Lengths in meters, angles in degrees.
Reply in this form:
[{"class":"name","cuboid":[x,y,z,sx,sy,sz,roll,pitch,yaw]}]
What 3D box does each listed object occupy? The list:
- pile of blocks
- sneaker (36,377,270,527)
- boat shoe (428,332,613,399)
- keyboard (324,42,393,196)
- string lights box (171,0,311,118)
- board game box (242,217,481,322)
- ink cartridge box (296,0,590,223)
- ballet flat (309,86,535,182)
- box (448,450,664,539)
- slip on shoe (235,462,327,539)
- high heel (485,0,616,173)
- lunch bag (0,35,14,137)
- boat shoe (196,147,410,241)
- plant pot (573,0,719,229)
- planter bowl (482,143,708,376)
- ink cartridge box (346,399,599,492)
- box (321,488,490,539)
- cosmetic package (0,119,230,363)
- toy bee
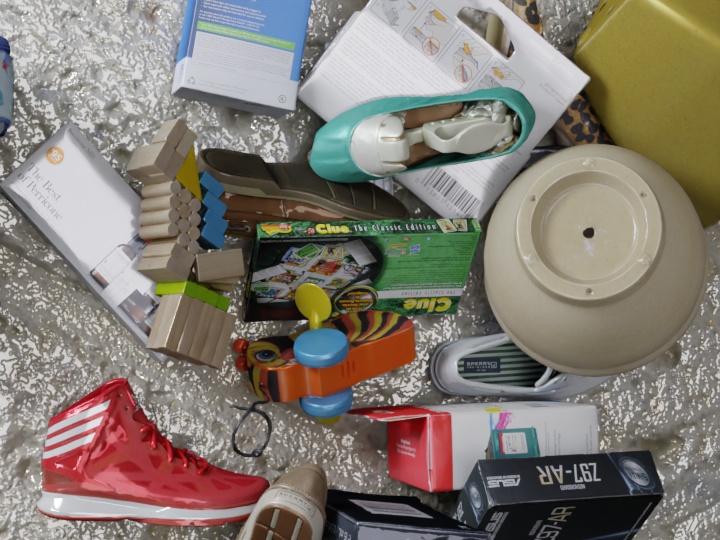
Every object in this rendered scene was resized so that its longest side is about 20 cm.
[{"class":"pile of blocks","cuboid":[-0.147,-0.020,1.186,0.081,0.062,0.203,-4,91,-39]},{"class":"sneaker","cuboid":[-0.168,0.150,1.215,0.198,0.078,0.117,2,90,-18]},{"class":"boat shoe","cuboid":[0.163,0.087,1.319,0.198,0.067,0.075,-10,92,-17]},{"class":"keyboard","cuboid":[0.000,-0.104,1.303,0.056,0.011,0.203,-3,90,-17]},{"class":"string lights box","cuboid":[-0.094,-0.243,1.252,0.102,0.059,0.203,11,86,-16]},{"class":"board game box","cuboid":[0.000,0.000,1.262,0.198,0.024,0.106,-1,133,-17]},{"class":"ink cartridge box","cuboid":[0.071,-0.162,1.273,0.199,0.045,0.177,38,96,-9]},{"class":"ballet flat","cuboid":[0.052,-0.115,1.223,0.198,0.070,0.068,-12,105,1]},{"class":"box","cuboid":[0.152,0.228,1.253,0.158,0.201,0.044,-1,52,-17]},{"class":"slip on shoe","cuboid":[-0.075,0.238,1.208,0.075,0.201,0.061,22,39,3]},{"class":"high heel","cuboid":[0.188,-0.186,1.324,0.141,0.071,0.203,-3,106,-10]},{"class":"lunch bag","cuboid":[-0.367,-0.142,1.116,0.198,0.161,0.084,-1,89,-16]},{"class":"boat shoe","cuboid":[-0.057,-0.052,1.261,0.198,0.072,0.069,13,117,-18]},{"class":"plant pot","cuboid":[0.309,-0.199,1.285,0.199,0.194,0.196,35,56,-6]},{"class":"planter bowl","cuboid":[0.196,-0.020,1.223,0.198,0.135,0.203,-2,77,10]},{"class":"ink cartridge box","cuboid":[0.096,0.152,1.272,0.198,0.116,0.068,-1,88,-16]},{"class":"box","cuboid":[0.013,0.296,1.202,0.116,0.196,0.203,7,87,-15]},{"class":"cosmetic package","cuboid":[-0.207,-0.023,1.219,0.083,0.051,0.200,-44,101,-14]},{"class":"toy bee","cuboid":[-0.054,0.073,1.241,0.199,0.108,0.132,-1,110,-44]}]
